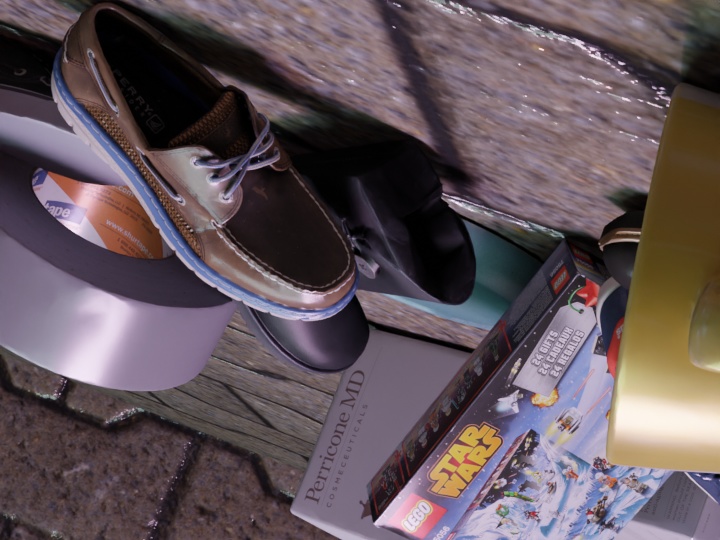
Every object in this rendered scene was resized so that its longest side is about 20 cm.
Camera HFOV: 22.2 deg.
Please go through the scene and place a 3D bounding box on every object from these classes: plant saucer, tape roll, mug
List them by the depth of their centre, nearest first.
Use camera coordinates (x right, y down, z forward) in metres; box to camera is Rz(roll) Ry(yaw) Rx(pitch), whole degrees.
[{"bbox_3d":[0.177,0.027,0.689,0.152,0.187,0.150,12,130,11],"label":"mug"},{"bbox_3d":[-0.170,-0.013,1.145,0.200,0.066,0.201,25,-155,-13],"label":"tape roll"},{"bbox_3d":[0.035,-0.006,1.151,0.199,0.028,0.200,22,169,5],"label":"plant saucer"}]

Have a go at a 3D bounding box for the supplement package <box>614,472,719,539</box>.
[{"bbox_3d":[0.180,0.113,1.186,0.199,0.118,0.117,10,166,45],"label":"supplement package"}]

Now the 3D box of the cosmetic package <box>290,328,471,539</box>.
[{"bbox_3d":[0.087,0.166,1.478,0.199,0.168,0.166,13,166,37],"label":"cosmetic package"}]

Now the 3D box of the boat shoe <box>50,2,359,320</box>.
[{"bbox_3d":[-0.078,-0.055,0.928,0.200,0.072,0.072,40,153,4],"label":"boat shoe"}]

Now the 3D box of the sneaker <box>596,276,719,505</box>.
[{"bbox_3d":[0.190,0.090,0.987,0.075,0.085,0.200,-32,117,22],"label":"sneaker"}]

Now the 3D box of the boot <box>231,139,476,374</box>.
[{"bbox_3d":[-0.001,-0.001,1.045,0.200,0.066,0.165,-3,136,52],"label":"boot"}]

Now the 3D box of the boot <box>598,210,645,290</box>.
[{"bbox_3d":[0.193,0.067,0.895,0.199,0.139,0.077,24,168,-4],"label":"boot"}]

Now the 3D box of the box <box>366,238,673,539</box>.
[{"bbox_3d":[0.114,0.093,1.061,0.137,0.200,0.040,27,-155,-23],"label":"box"}]

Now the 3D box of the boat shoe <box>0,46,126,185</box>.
[{"bbox_3d":[-0.207,-0.105,1.082,0.199,0.057,0.069,18,159,19],"label":"boat shoe"}]
